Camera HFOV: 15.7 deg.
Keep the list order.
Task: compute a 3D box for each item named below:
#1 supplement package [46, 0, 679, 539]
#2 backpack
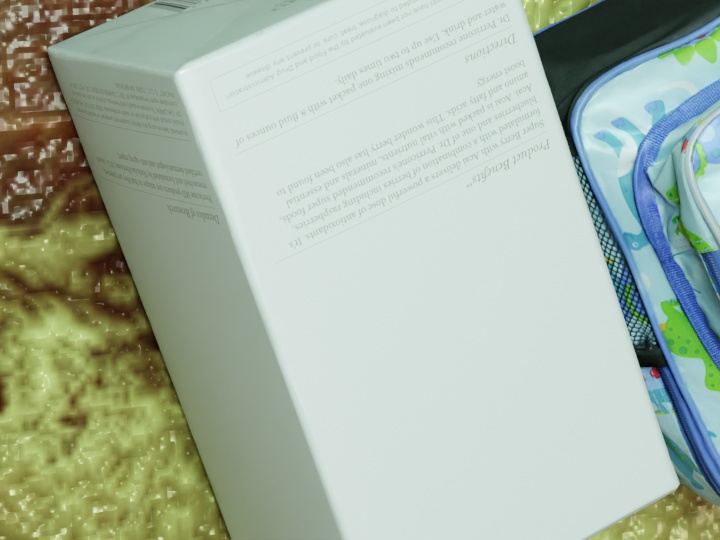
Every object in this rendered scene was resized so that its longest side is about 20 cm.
[{"bbox_3d":[0.000,0.000,0.858,0.121,0.120,0.201,-26,108,-21],"label":"supplement package"},{"bbox_3d":[0.160,-0.011,0.918,0.183,0.147,0.200,-30,112,-16],"label":"backpack"}]
